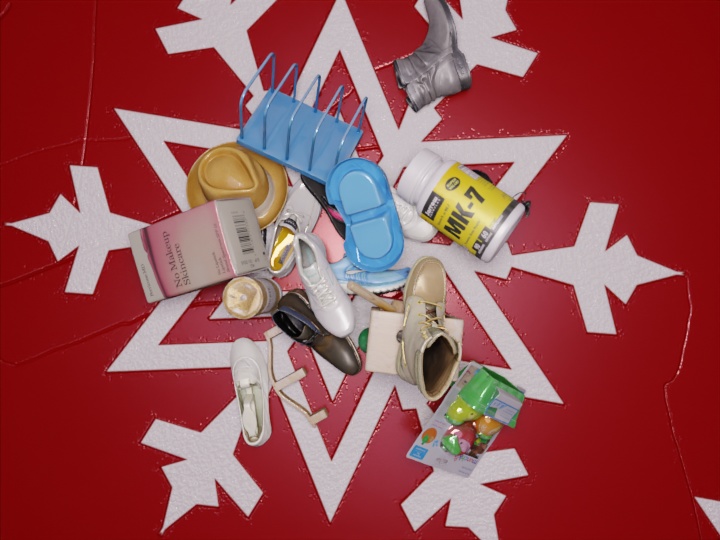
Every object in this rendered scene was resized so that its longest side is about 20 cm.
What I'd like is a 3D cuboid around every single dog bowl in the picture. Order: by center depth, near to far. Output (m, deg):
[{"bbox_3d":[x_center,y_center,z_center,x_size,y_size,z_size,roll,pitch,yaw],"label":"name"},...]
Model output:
[{"bbox_3d":[0.013,-0.100,1.011,0.110,0.050,0.203,-13,106,20],"label":"dog bowl"}]

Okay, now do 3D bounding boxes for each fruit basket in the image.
[{"bbox_3d":[0.196,0.272,1.025,0.184,0.093,0.202,31,90,-36],"label":"fruit basket"}]

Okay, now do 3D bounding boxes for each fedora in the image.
[{"bbox_3d":[-0.231,-0.162,1.056,0.197,0.082,0.204,-1,74,4],"label":"fedora"}]

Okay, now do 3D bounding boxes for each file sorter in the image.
[{"bbox_3d":[-0.102,-0.271,1.032,0.198,0.123,0.140,25,63,2],"label":"file sorter"}]

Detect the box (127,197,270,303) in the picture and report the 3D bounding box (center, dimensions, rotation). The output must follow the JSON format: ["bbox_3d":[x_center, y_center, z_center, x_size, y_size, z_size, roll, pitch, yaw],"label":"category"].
[{"bbox_3d":[-0.275,-0.034,0.994,0.198,0.109,0.130,-16,92,24],"label":"box"}]

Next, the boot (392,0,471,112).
[{"bbox_3d":[0.117,-0.409,1.082,0.130,0.070,0.203,-18,84,6],"label":"boot"}]

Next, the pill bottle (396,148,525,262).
[{"bbox_3d":[0.167,-0.114,0.989,0.199,0.114,0.115,36,90,13],"label":"pill bottle"}]

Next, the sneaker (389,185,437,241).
[{"bbox_3d":[0.054,-0.121,1.059,0.199,0.081,0.076,38,104,6],"label":"sneaker"}]

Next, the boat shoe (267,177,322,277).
[{"bbox_3d":[-0.125,-0.084,1.076,0.070,0.070,0.202,24,87,1],"label":"boat shoe"}]

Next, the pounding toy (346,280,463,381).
[{"bbox_3d":[0.071,0.101,1.011,0.197,0.184,0.145,6,89,2],"label":"pounding toy"}]

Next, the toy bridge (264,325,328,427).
[{"bbox_3d":[-0.132,0.204,1.092,0.067,0.027,0.202,-27,88,3],"label":"toy bridge"}]

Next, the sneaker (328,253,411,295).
[{"bbox_3d":[0.000,0.000,1.070,0.197,0.078,0.091,0,86,1],"label":"sneaker"}]

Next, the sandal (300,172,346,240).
[{"bbox_3d":[-0.032,-0.121,1.070,0.200,0.045,0.075,48,67,-8],"label":"sandal"}]

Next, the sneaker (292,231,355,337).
[{"bbox_3d":[-0.072,0.025,1.007,0.070,0.080,0.202,-27,83,5],"label":"sneaker"}]

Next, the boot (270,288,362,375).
[{"bbox_3d":[-0.083,0.127,1.050,0.200,0.097,0.075,46,112,3],"label":"boot"}]

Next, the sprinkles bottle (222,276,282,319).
[{"bbox_3d":[-0.183,0.045,1.010,0.067,0.200,0.069,0,88,1],"label":"sprinkles bottle"}]

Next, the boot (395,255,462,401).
[{"bbox_3d":[0.105,0.079,0.859,0.071,0.155,0.203,10,90,-7],"label":"boot"}]

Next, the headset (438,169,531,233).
[{"bbox_3d":[0.215,-0.125,1.082,0.197,0.094,0.126,3,93,17],"label":"headset"}]

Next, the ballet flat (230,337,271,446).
[{"bbox_3d":[-0.203,0.226,1.075,0.068,0.069,0.203,-9,88,1],"label":"ballet flat"}]

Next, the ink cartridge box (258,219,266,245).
[{"bbox_3d":[-0.277,-0.049,1.099,0.197,0.037,0.096,1,89,3],"label":"ink cartridge box"}]
